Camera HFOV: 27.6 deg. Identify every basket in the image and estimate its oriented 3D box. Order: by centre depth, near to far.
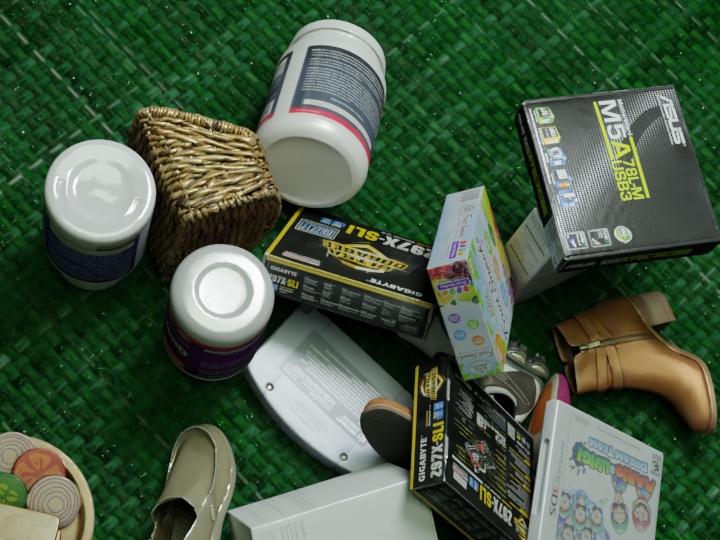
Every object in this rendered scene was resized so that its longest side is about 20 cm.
[{"bbox_3d":[-0.179,-0.102,1.673,0.142,0.200,0.150,-19,74,-22],"label":"basket"}]

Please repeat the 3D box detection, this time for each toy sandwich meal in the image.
[{"bbox_3d":[-0.378,0.268,1.563,0.203,0.070,0.207,4,69,-11],"label":"toy sandwich meal"}]

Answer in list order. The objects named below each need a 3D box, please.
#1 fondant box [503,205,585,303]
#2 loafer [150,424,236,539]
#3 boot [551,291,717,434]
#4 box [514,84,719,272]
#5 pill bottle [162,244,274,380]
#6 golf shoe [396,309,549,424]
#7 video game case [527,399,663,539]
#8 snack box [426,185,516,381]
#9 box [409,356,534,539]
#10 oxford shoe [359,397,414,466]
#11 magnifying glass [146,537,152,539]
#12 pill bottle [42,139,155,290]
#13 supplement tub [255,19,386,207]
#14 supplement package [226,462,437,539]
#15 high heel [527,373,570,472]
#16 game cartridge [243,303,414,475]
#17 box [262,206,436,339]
[{"bbox_3d":[0.247,-0.038,1.748,0.144,0.200,0.059,-24,77,-20],"label":"fondant box"},{"bbox_3d":[-0.185,0.251,1.590,0.075,0.068,0.201,-16,52,24],"label":"loafer"},{"bbox_3d":[0.331,0.128,1.779,0.154,0.074,0.201,-15,62,-19],"label":"boot"},{"bbox_3d":[0.288,-0.105,1.649,0.192,0.048,0.201,-7,69,-12],"label":"box"},{"bbox_3d":[-0.160,0.054,1.620,0.111,0.200,0.113,4,69,-10],"label":"pill bottle"},{"bbox_3d":[0.123,0.113,1.732,0.199,0.078,0.095,23,67,-2],"label":"golf shoe"},{"bbox_3d":[0.274,0.267,1.689,0.199,0.024,0.183,28,62,-35],"label":"video game case"},{"bbox_3d":[0.128,0.011,1.649,0.053,0.200,0.143,-14,113,17],"label":"snack box"},{"bbox_3d":[0.128,0.213,1.627,0.200,0.049,0.161,43,40,-40],"label":"box"},{"bbox_3d":[0.064,0.181,1.664,0.200,0.071,0.072,36,41,-44],"label":"oxford shoe"},{"bbox_3d":[-0.171,0.372,1.601,0.200,0.022,0.080,44,67,7],"label":"magnifying glass"},{"bbox_3d":[-0.293,-0.052,1.630,0.119,0.200,0.121,4,69,-11],"label":"pill bottle"},{"bbox_3d":[-0.045,-0.188,1.749,0.139,0.141,0.201,18,50,-6],"label":"supplement tub"},{"bbox_3d":[-0.028,0.296,1.592,0.199,0.117,0.118,-15,94,-17],"label":"supplement package"},{"bbox_3d":[0.248,0.225,1.727,0.095,0.067,0.201,16,64,-15],"label":"high heel"},{"bbox_3d":[-0.035,0.147,1.706,0.200,0.041,0.133,43,64,5],"label":"game cartridge"},{"bbox_3d":[0.000,0.000,1.689,0.199,0.050,0.160,17,23,7],"label":"box"}]
